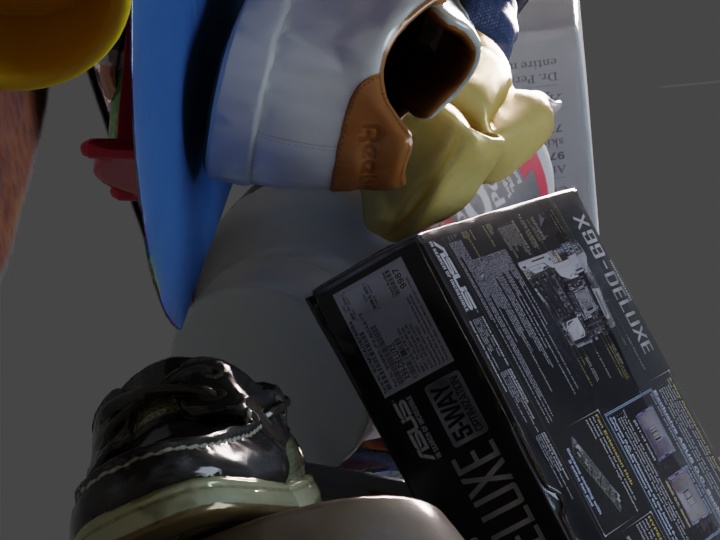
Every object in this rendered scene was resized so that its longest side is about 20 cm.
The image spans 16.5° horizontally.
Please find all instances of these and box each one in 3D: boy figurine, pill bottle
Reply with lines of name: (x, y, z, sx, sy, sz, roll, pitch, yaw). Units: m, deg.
boy figurine: (0.024, -0.083, 0.965, 0.064, 0.124, 0.200, -50, -168, 29)
pill bottle: (0.000, 0.000, 0.997, 0.200, 0.110, 0.111, -52, 139, -57)

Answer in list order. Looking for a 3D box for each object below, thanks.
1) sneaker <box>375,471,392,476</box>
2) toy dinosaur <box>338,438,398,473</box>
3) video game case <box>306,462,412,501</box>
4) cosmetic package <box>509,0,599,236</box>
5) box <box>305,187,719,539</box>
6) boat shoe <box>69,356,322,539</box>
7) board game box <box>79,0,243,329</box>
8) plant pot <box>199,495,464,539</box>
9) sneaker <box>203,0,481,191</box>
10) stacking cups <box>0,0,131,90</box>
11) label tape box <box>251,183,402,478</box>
sneaker: (-0.013, 0.106, 1.119, 0.201, 0.067, 0.090, 81, 3, -55)
toy dinosaur: (-0.002, 0.143, 0.967, 0.200, 0.105, 0.182, -4, 59, -51)
video game case: (0.012, 0.170, 0.883, 0.023, 0.182, 0.201, -36, -131, 50)
cosmetic package: (0.041, -0.079, 1.349, 0.167, 0.166, 0.201, -88, 172, -55)
box: (0.077, 0.074, 0.880, 0.201, 0.050, 0.158, 62, 25, 5)
boat shoe: (-0.056, 0.060, 0.760, 0.200, 0.073, 0.065, 57, 13, -83)
board game box: (-0.073, -0.078, 0.833, 0.200, 0.039, 0.159, -76, 166, -59)
plant pot: (-0.004, 0.165, 0.688, 0.200, 0.199, 0.174, 72, -3, -68)
sneaker: (0.004, -0.096, 0.886, 0.073, 0.084, 0.201, 98, 4, -48)
stacking cups: (-0.080, -0.126, 0.652, 0.200, 0.060, 0.061, -88, 171, -52)
label tape box: (-0.012, -0.018, 1.196, 0.200, 0.066, 0.144, 53, 23, -32)
